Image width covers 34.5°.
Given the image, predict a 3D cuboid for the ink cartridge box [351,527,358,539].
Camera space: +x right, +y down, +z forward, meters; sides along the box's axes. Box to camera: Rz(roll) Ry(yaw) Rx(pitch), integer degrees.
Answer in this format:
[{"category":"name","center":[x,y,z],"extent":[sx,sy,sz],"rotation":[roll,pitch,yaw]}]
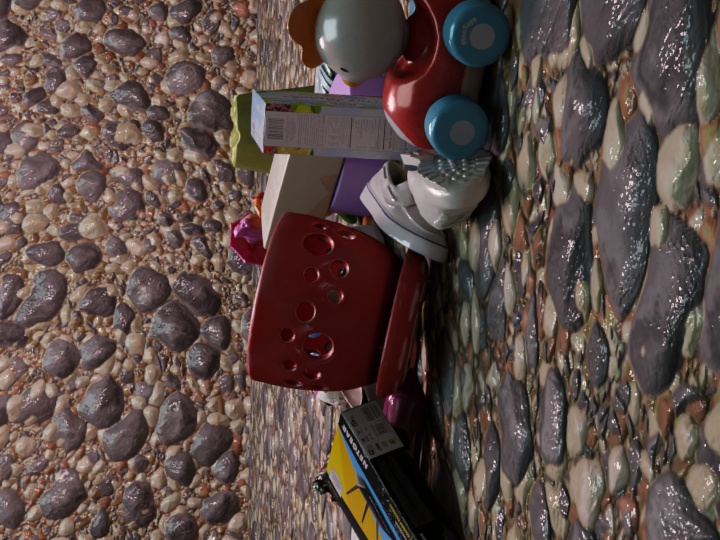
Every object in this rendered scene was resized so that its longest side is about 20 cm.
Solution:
[{"category":"ink cartridge box","center":[0.018,0.435,1.573],"extent":[0.161,0.050,0.201],"rotation":[-128,42,-73]}]

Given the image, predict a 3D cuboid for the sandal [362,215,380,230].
[{"category":"sandal","center":[-0.009,0.006,1.700],"extent":[0.079,0.059,0.207],"rotation":[-130,43,-75]}]

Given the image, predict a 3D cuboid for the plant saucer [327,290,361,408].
[{"category":"plant saucer","center":[-0.003,0.106,1.621],"extent":[0.200,0.032,0.201],"rotation":[167,90,-69]}]

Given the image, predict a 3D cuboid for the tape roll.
[{"category":"tape roll","center":[-0.009,-0.179,1.646],"extent":[0.200,0.065,0.201],"rotation":[-173,90,-76]}]

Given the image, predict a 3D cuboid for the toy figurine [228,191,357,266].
[{"category":"toy figurine","center":[-0.129,-0.082,1.805],"extent":[0.150,0.184,0.200],"rotation":[55,-168,16]}]

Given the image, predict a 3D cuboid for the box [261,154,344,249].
[{"category":"box","center":[-0.083,-0.126,1.622],"extent":[0.200,0.077,0.095],"rotation":[111,160,-46]}]

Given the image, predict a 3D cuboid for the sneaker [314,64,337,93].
[{"category":"sneaker","center":[-0.037,-0.262,1.816],"extent":[0.131,0.079,0.201],"rotation":[138,130,-77]}]

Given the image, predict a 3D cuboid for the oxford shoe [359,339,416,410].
[{"category":"oxford shoe","center":[0.028,0.113,1.462],"extent":[0.071,0.073,0.201],"rotation":[-133,45,-75]}]

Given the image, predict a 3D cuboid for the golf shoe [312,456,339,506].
[{"category":"golf shoe","center":[-0.003,0.258,1.610],"extent":[0.200,0.077,0.088],"rotation":[-39,17,56]}]

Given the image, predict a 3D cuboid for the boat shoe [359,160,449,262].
[{"category":"boat shoe","center":[0.055,-0.075,1.342],"extent":[0.065,0.073,0.200],"rotation":[-61,33,14]}]

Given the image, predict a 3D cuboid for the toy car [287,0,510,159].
[{"category":"toy car","center":[0.021,-0.216,1.159],"extent":[0.184,0.199,0.177],"rotation":[-113,32,-66]}]

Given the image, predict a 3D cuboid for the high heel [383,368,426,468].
[{"category":"high heel","center":[0.050,0.214,1.428],"extent":[0.200,0.067,0.096],"rotation":[103,-177,-46]}]

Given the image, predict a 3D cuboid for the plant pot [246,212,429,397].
[{"category":"plant pot","center":[-0.023,0.048,1.339],"extent":[0.200,0.182,0.201],"rotation":[14,-90,-85]}]

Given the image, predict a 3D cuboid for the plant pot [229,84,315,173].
[{"category":"plant pot","center":[-0.124,-0.235,1.975],"extent":[0.200,0.189,0.201],"rotation":[-179,90,-80]}]

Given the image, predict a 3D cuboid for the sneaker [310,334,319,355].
[{"category":"sneaker","center":[-0.067,0.055,1.789],"extent":[0.079,0.089,0.201],"rotation":[-48,-20,-80]}]

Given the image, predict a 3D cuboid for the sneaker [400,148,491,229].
[{"category":"sneaker","center":[0.093,-0.079,1.180],"extent":[0.200,0.076,0.081],"rotation":[-116,17,-76]}]

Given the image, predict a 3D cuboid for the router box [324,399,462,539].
[{"category":"router box","center":[0.033,0.271,1.316],"extent":[0.200,0.051,0.149],"rotation":[56,151,32]}]

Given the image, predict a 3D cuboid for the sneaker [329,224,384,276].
[{"category":"sneaker","center":[0.000,0.000,1.562],"extent":[0.200,0.087,0.076],"rotation":[-126,41,-61]}]

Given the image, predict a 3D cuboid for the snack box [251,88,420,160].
[{"category":"snack box","center":[-0.031,-0.183,1.449],"extent":[0.169,0.199,0.068],"rotation":[-123,35,-73]}]

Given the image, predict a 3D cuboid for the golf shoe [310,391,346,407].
[{"category":"golf shoe","center":[-0.036,0.170,1.851],"extent":[0.092,0.072,0.200],"rotation":[59,162,0]}]
